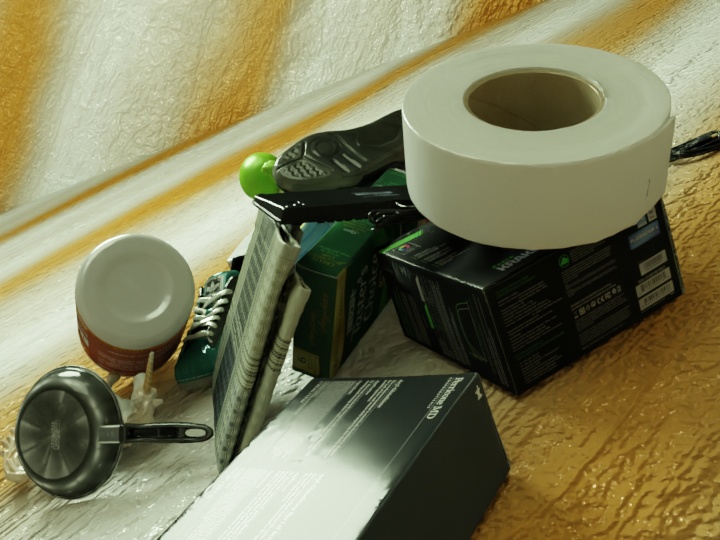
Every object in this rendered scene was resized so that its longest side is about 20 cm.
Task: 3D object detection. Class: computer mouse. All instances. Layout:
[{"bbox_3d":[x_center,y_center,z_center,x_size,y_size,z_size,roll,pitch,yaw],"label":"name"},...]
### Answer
[{"bbox_3d":[0.313,-0.115,0.912,0.198,0.034,0.059,-27,19,-15],"label":"computer mouse"}]

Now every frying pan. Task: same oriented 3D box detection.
[{"bbox_3d":[-0.225,0.153,0.716,0.188,0.116,0.031,20,2,22],"label":"frying pan"}]

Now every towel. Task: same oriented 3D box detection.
[{"bbox_3d":[-0.088,0.048,0.719,0.034,0.202,0.193,14,12,-15],"label":"towel"}]

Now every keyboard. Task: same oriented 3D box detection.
[{"bbox_3d":[0.022,-0.052,0.692,0.198,0.021,0.127,-7,16,-26],"label":"keyboard"}]

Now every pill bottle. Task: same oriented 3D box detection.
[{"bbox_3d":[-0.235,0.047,0.866,0.112,0.113,0.200,-30,-8,-24],"label":"pill bottle"}]

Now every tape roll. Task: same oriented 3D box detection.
[{"bbox_3d":[0.132,-0.102,0.643,0.200,0.071,0.203,-4,36,3],"label":"tape roll"}]

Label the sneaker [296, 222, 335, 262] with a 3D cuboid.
[{"bbox_3d":[-0.021,-0.050,0.938,0.079,0.131,0.200,-17,21,38],"label":"sneaker"}]

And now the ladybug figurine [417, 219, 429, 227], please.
[{"bbox_3d":[0.133,-0.074,0.897,0.198,0.073,0.136,-10,24,18],"label":"ladybug figurine"}]

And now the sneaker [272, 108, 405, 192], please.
[{"bbox_3d":[-0.006,-0.095,0.885,0.198,0.115,0.076,-25,55,-35],"label":"sneaker"}]

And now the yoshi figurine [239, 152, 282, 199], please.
[{"bbox_3d":[-0.105,-0.076,1.037,0.112,0.112,0.201,-26,44,16],"label":"yoshi figurine"}]

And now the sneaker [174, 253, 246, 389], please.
[{"bbox_3d":[-0.153,0.050,0.899,0.071,0.081,0.200,-14,21,20],"label":"sneaker"}]

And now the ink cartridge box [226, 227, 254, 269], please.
[{"bbox_3d":[-0.066,-0.055,1.150,0.198,0.044,0.174,-16,19,17],"label":"ink cartridge box"}]

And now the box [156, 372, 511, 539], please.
[{"bbox_3d":[-0.017,0.147,0.496,0.140,0.080,0.200,-10,22,39],"label":"box"}]

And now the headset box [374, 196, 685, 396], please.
[{"bbox_3d":[0.131,-0.001,0.710,0.173,0.094,0.200,-27,19,-17],"label":"headset box"}]

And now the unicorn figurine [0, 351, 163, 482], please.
[{"bbox_3d":[-0.250,0.143,0.795,0.199,0.074,0.137,-40,20,-1],"label":"unicorn figurine"}]

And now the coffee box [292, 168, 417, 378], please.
[{"bbox_3d":[0.000,0.000,0.797,0.044,0.124,0.200,19,36,17],"label":"coffee box"}]
